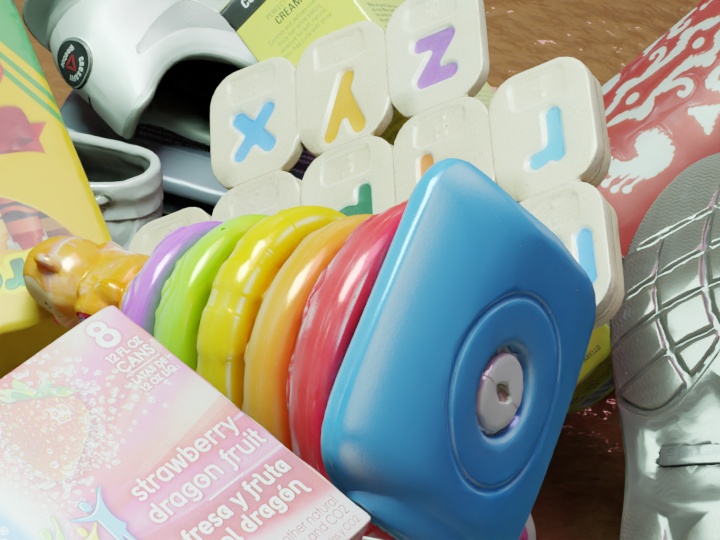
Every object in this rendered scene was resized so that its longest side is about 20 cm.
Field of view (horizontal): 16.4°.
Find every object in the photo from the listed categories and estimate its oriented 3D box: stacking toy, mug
[{"bbox_3d":[-0.036,0.019,0.800,0.199,0.116,0.110,13,73,35],"label":"stacking toy"},{"bbox_3d":[0.173,-0.071,0.984,0.134,0.199,0.177,56,8,16],"label":"mug"}]

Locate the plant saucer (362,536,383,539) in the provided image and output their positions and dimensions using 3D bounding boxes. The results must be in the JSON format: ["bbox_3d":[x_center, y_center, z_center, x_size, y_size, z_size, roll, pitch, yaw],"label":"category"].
[{"bbox_3d":[0.007,0.107,0.764,0.199,0.200,0.032,12,78,3],"label":"plant saucer"}]

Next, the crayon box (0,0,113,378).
[{"bbox_3d":[-0.162,-0.018,0.899,0.126,0.051,0.201,-15,62,-22],"label":"crayon box"}]

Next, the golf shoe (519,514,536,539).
[{"bbox_3d":[0.021,0.041,0.923,0.091,0.076,0.200,-6,39,-32],"label":"golf shoe"}]

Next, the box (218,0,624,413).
[{"bbox_3d":[0.034,-0.038,0.949,0.200,0.050,0.075,52,21,12],"label":"box"}]

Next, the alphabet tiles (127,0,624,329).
[{"bbox_3d":[0.000,0.000,0.878,0.015,0.199,0.197,34,44,-49],"label":"alphabet tiles"}]

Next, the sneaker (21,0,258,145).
[{"bbox_3d":[-0.038,-0.089,1.045,0.199,0.074,0.089,-13,59,-35],"label":"sneaker"}]

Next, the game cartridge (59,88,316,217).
[{"bbox_3d":[-0.027,-0.046,1.066,0.198,0.041,0.133,16,37,4],"label":"game cartridge"}]

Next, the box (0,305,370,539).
[{"bbox_3d":[-0.101,0.112,0.598,0.094,0.103,0.200,38,48,18],"label":"box"}]

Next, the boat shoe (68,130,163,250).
[{"bbox_3d":[-0.173,-0.043,0.984,0.198,0.066,0.072,17,34,5],"label":"boat shoe"}]

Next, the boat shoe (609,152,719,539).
[{"bbox_3d":[0.127,0.054,0.880,0.075,0.072,0.201,2,65,21],"label":"boat shoe"}]
